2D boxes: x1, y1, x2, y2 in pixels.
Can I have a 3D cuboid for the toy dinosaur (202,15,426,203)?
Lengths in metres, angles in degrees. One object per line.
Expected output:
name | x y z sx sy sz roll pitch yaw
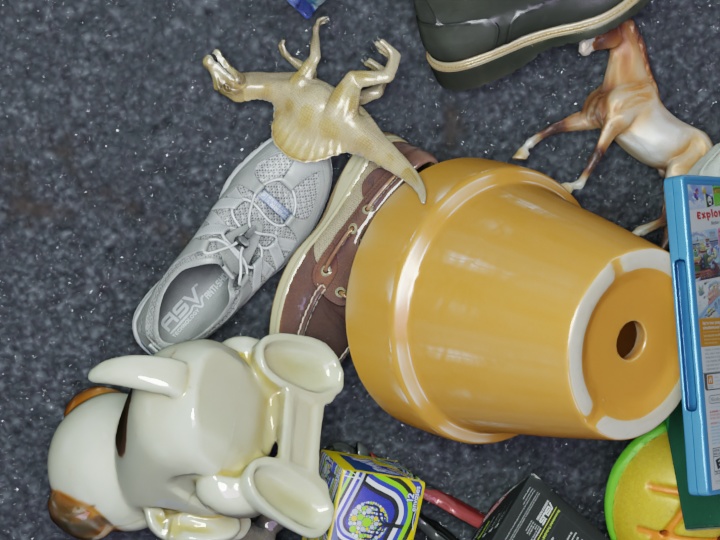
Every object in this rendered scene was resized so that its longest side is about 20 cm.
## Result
toy dinosaur | -0.013 -0.115 1.053 0.200 0.058 0.101 30 76 19

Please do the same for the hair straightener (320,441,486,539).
hair straightener | 0.036 0.196 1.127 0.200 0.041 0.077 31 94 -15

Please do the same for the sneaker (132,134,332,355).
sneaker | -0.085 -0.011 1.062 0.075 0.082 0.200 36 90 -11

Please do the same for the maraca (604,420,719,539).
maraca | 0.263 0.197 1.125 0.137 0.107 0.200 -30 109 5

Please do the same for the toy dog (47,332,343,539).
toy dog | -0.136 0.129 1.033 0.194 0.200 0.140 17 61 -42

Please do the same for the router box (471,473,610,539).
router box | 0.125 0.265 1.048 0.150 0.062 0.200 40 48 0

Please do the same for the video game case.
video game case | 0.254 0.040 0.975 0.143 0.018 0.201 -1 85 -43

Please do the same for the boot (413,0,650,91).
boot | 0.122 -0.225 1.030 0.200 0.078 0.138 -32 132 -3

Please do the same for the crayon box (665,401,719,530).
crayon box | 0.313 0.085 1.069 0.199 0.058 0.173 -5 81 -24

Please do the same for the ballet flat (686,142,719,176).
ballet flat | 0.284 -0.082 1.062 0.070 0.069 0.200 52 57 -11

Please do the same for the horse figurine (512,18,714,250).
horse figurine | 0.211 -0.083 1.100 0.200 0.050 0.133 42 79 -5

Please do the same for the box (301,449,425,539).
box | -0.012 0.235 1.057 0.064 0.070 0.201 11 93 -16

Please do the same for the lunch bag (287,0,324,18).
lunch bag | -0.057 -0.303 1.010 0.200 0.127 0.170 44 94 2

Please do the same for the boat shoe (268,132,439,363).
boat shoe | 0.000 0.000 1.071 0.072 0.072 0.200 27 90 -41

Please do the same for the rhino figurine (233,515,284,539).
rhino figurine | -0.036 0.249 1.119 0.087 0.060 0.200 -41 102 -4

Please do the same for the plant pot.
plant pot | 0.122 0.033 1.007 0.200 0.183 0.201 -9 105 -35
